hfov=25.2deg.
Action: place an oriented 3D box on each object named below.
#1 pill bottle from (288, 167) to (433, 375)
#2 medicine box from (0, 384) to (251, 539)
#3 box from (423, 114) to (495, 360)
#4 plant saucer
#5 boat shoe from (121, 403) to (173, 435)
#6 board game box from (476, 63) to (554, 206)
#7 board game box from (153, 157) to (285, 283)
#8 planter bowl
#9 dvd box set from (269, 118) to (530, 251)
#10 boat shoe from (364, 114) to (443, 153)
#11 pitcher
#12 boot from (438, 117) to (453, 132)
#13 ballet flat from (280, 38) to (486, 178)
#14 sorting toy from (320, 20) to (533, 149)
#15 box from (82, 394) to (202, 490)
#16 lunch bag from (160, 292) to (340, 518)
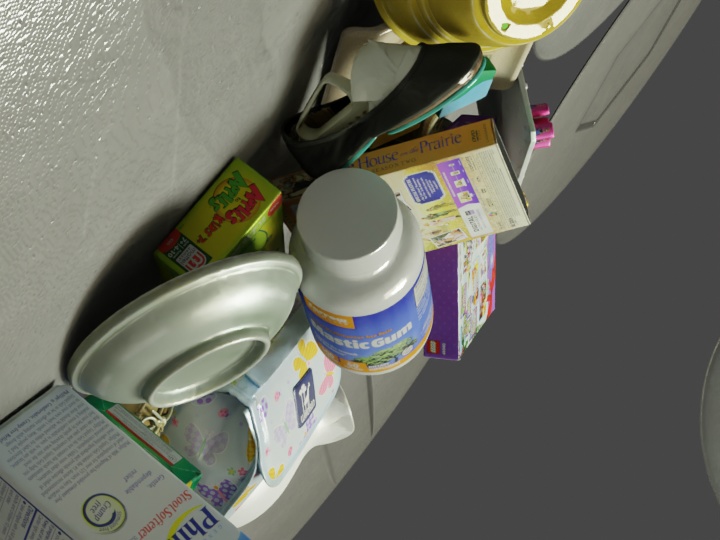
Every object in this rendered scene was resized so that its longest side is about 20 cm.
[{"bbox_3d":[0.000,0.000,1.334,0.112,0.112,0.200,-50,159,-16],"label":"pill bottle"},{"bbox_3d":[-0.205,0.224,1.211,0.103,0.199,0.183,-40,163,-48],"label":"medicine box"},{"bbox_3d":[0.094,-0.034,1.532,0.137,0.039,0.202,-44,136,-62],"label":"box"},{"bbox_3d":[-0.126,0.058,1.238,0.198,0.051,0.200,-26,164,-8],"label":"plant saucer"},{"bbox_3d":[-0.200,0.152,1.376,0.202,0.063,0.073,-57,169,16],"label":"boat shoe"},{"bbox_3d":[0.141,-0.173,1.543,0.026,0.202,0.200,-7,159,-6],"label":"board game box"},{"bbox_3d":[-0.110,-0.004,1.315,0.102,0.047,0.200,-51,169,-16],"label":"board game box"},{"bbox_3d":[0.112,-0.230,1.198,0.198,0.084,0.202,-18,134,-20],"label":"planter bowl"},{"bbox_3d":[0.037,-0.059,1.392,0.198,0.030,0.147,-15,150,12],"label":"dvd box set"},{"bbox_3d":[0.030,-0.121,1.477,0.200,0.074,0.067,-47,162,-31],"label":"boat shoe"},{"bbox_3d":[-0.129,0.183,1.663,0.171,0.122,0.199,-7,-160,48],"label":"pitcher"},{"bbox_3d":[0.044,-0.092,1.635,0.155,0.072,0.200,-54,172,-2],"label":"boot"},{"bbox_3d":[0.007,-0.130,1.234,0.199,0.068,0.068,-32,-153,41],"label":"ballet flat"},{"bbox_3d":[0.064,-0.170,1.344,0.198,0.037,0.186,-21,159,-21],"label":"sorting toy"},{"bbox_3d":[-0.221,0.210,1.327,0.201,0.117,0.048,-58,167,26],"label":"box"},{"bbox_3d":[-0.103,0.125,1.464,0.200,0.127,0.170,-54,179,40],"label":"lunch bag"}]
